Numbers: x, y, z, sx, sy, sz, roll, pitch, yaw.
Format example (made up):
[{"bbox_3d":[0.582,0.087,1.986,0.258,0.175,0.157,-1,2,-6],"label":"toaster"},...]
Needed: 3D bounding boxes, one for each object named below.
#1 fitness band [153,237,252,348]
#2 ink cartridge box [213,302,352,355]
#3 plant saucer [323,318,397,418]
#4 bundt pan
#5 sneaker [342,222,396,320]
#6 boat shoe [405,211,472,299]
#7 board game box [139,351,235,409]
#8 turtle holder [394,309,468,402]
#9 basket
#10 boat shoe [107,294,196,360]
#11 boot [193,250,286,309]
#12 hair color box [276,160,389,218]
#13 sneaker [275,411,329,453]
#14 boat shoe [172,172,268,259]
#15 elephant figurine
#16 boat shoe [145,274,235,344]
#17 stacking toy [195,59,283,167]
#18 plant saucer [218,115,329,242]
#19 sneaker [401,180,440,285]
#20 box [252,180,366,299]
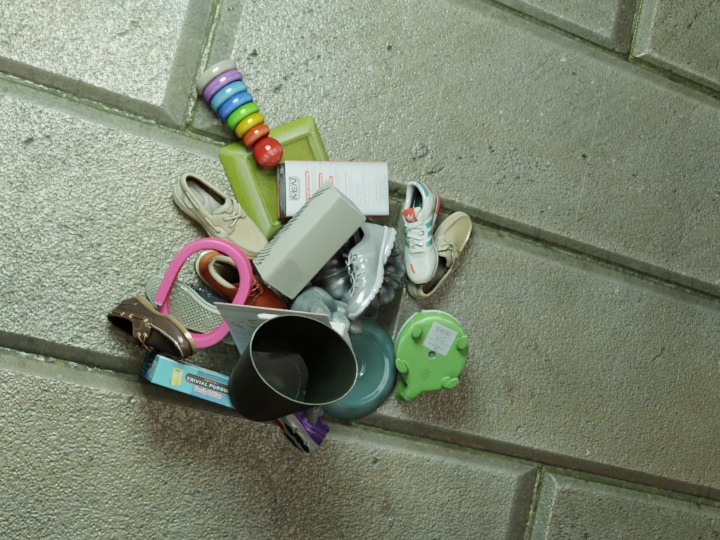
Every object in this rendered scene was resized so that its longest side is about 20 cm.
[{"bbox_3d":[-0.268,0.037,1.570,0.143,0.037,0.201,28,106,-3],"label":"fitness band"},{"bbox_3d":[-0.122,0.096,1.515,0.198,0.177,0.045,6,54,17],"label":"ink cartridge box"},{"bbox_3d":[-0.013,0.184,1.753,0.198,0.036,0.202,0,90,-21],"label":"plant saucer"},{"bbox_3d":[0.000,-0.008,1.728,0.200,0.076,0.204,3,82,-22],"label":"bundt pan"},{"bbox_3d":[0.000,0.000,1.647,0.081,0.075,0.201,21,56,-6],"label":"sneaker"},{"bbox_3d":[0.165,-0.029,1.807,0.072,0.065,0.201,40,76,-16],"label":"boat shoe"},{"bbox_3d":[-0.272,0.194,1.591,0.199,0.151,0.047,21,82,-20],"label":"board game box"},{"bbox_3d":[0.133,0.164,1.752,0.140,0.132,0.187,-4,103,0],"label":"turtle holder"},{"bbox_3d":[-0.126,0.167,1.466,0.179,0.200,0.137,19,63,-20],"label":"basket"},{"bbox_3d":[-0.353,0.105,1.543,0.070,0.199,0.071,-29,125,-33],"label":"boat shoe"},{"bbox_3d":[-0.205,0.039,1.644,0.200,0.107,0.075,38,75,-18],"label":"boot"},{"bbox_3d":[-0.050,-0.147,1.677,0.199,0.061,0.102,-1,91,-22],"label":"hair color box"},{"bbox_3d":[-0.128,0.242,1.699,0.083,0.080,0.201,-44,113,-30],"label":"sneaker"},{"bbox_3d":[-0.243,-0.096,1.626,0.200,0.065,0.072,41,60,-7],"label":"boat shoe"},{"bbox_3d":[-0.098,0.142,1.656,0.141,0.155,0.201,26,109,-21],"label":"elephant figurine"},{"bbox_3d":[-0.287,0.067,1.629,0.199,0.062,0.075,26,106,-4],"label":"boat shoe"},{"bbox_3d":[-0.206,-0.271,1.632,0.085,0.085,0.201,-34,86,-18],"label":"stacking toy"},{"bbox_3d":[-0.134,-0.167,1.703,0.199,0.048,0.201,-24,98,-20],"label":"plant saucer"},{"bbox_3d":[0.104,-0.076,1.752,0.093,0.070,0.201,29,63,-56],"label":"sneaker"},{"bbox_3d":[-0.090,-0.053,1.612,0.200,0.068,0.082,-46,129,7],"label":"box"}]
